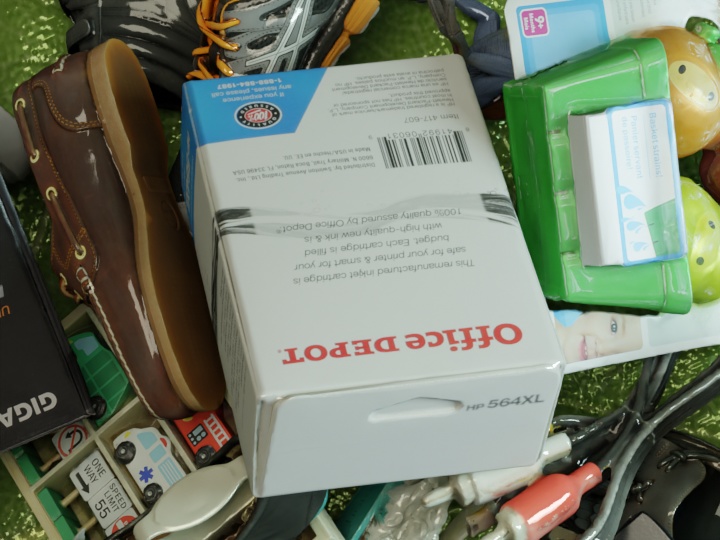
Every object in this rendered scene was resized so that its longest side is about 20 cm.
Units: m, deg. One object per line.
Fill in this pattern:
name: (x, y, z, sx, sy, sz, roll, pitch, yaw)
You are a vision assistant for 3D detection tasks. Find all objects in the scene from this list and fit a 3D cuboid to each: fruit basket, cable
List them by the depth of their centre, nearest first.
cable: (0.122, 0.078, 1.169, 0.199, 0.051, 0.097, -34, 45, -15)
fruit basket: (0.175, -0.054, 1.175, 0.198, 0.094, 0.187, -7, 97, -9)

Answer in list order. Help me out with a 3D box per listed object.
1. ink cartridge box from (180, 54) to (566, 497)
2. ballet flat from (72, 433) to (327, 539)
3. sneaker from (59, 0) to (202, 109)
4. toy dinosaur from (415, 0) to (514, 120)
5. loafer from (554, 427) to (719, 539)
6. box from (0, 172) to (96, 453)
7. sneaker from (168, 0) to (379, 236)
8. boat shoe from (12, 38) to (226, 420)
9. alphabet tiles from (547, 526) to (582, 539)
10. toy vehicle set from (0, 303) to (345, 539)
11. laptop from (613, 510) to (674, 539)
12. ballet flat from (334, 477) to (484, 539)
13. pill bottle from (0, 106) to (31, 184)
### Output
ink cartridge box: (0.000, 0.000, 1.148, 0.145, 0.085, 0.201, -6, 52, -12)
ballet flat: (-0.105, 0.142, 1.160, 0.200, 0.068, 0.068, -42, 58, 6)
sneaker: (-0.156, -0.151, 1.299, 0.199, 0.071, 0.100, 21, 78, 10)
toy dinosaur: (0.079, -0.102, 1.241, 0.200, 0.105, 0.182, 45, 108, 5)
loafer: (0.174, 0.119, 1.185, 0.199, 0.063, 0.072, 19, 81, 14)
box: (-0.259, 0.017, 1.192, 0.199, 0.050, 0.200, -21, 99, -8)
sneaker: (-0.057, -0.113, 1.251, 0.078, 0.077, 0.201, 28, 92, 53)
boat shoe: (-0.124, -0.015, 1.218, 0.070, 0.070, 0.201, -22, 73, 17)
alphabet tiles: (0.085, 0.228, 1.172, 0.166, 0.008, 0.201, 21, 83, 14)
toy vehicle set: (-0.107, 0.104, 1.230, 0.124, 0.027, 0.200, -41, 60, 6)
laptop: (0.110, 0.241, 1.106, 0.200, 0.103, 0.177, -43, 75, 7)
ballet flat: (0.051, 0.082, 1.224, 0.071, 0.072, 0.201, 30, 87, 15)
pill bottle: (-0.265, -0.018, 1.270, 0.116, 0.116, 0.200, 38, 87, 15)
